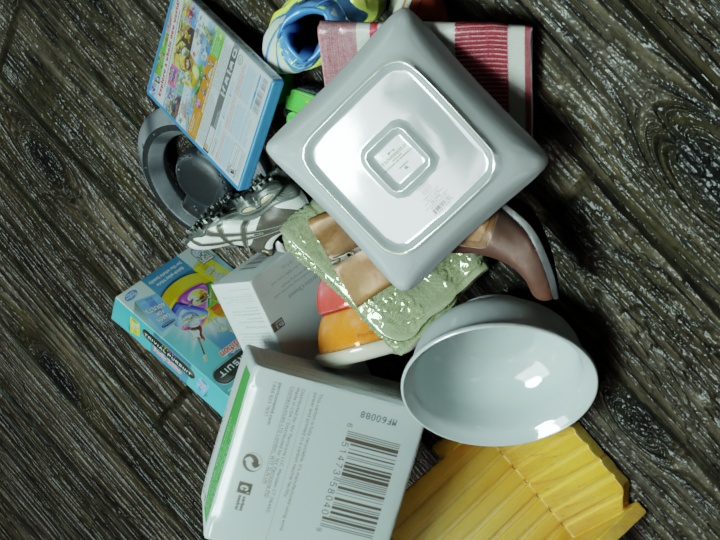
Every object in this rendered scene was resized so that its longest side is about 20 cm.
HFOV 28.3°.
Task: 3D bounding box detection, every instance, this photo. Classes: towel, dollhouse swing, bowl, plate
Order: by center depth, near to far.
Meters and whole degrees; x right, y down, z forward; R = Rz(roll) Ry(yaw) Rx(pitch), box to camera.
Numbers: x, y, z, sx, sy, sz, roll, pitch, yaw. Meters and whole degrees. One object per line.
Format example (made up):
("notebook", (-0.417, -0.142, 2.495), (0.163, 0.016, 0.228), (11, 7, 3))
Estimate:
("plate", (0.038, -0.106, 1.332), (0.200, 0.032, 0.200), (46, 111, -3))
("towel", (0.064, -0.174, 1.359), (0.200, 0.023, 0.144), (2, 130, 10))
("bowl", (0.141, 0.089, 1.480), (0.201, 0.090, 0.201), (0, 136, 0))
("towel", (0.024, -0.025, 1.512), (0.200, 0.148, 0.036), (43, -179, 16))
("dollhouse swing", (0.158, 0.262, 1.565), (0.200, 0.176, 0.182), (50, 143, 4))

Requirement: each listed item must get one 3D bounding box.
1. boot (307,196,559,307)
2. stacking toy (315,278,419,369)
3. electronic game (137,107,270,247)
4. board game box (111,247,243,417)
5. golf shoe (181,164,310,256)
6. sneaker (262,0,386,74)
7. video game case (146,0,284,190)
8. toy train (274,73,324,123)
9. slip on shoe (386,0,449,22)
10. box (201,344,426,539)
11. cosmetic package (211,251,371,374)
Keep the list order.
("boot", (0.075, -0.014, 1.391), (0.200, 0.068, 0.188), (-30, 109, 15))
("stacking toy", (0.000, 0.000, 1.586), (0.146, 0.146, 0.200), (-15, 89, 50))
("electronic game", (-0.186, -0.113, 1.723), (0.200, 0.042, 0.200), (22, 135, 23))
("board game box", (-0.184, 0.070, 1.781), (0.200, 0.151, 0.047), (39, 140, 16))
("golf shoe", (-0.129, -0.046, 1.648), (0.095, 0.078, 0.200), (50, 141, -15))
("sneaker", (-0.063, -0.240, 1.443), (0.076, 0.105, 0.200), (55, 142, -4))
("video game case", (-0.164, -0.203, 1.583), (0.200, 0.018, 0.143), (46, 131, 32))
("toy train", (-0.101, -0.195, 1.575), (0.200, 0.042, 0.056), (23, 124, 33))
("slip on shoe", (0.059, -0.245, 1.358), (0.061, 0.074, 0.200), (10, 129, -3))
("box", (-0.056, 0.206, 1.580), (0.200, 0.199, 0.171), (16, -177, -8))
("cosmetic package", (-0.080, 0.075, 1.711), (0.081, 0.113, 0.200), (-7, 116, 49))
